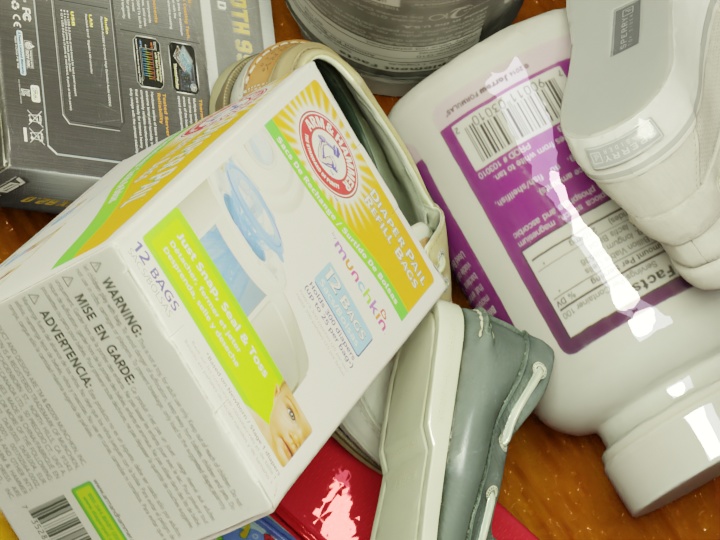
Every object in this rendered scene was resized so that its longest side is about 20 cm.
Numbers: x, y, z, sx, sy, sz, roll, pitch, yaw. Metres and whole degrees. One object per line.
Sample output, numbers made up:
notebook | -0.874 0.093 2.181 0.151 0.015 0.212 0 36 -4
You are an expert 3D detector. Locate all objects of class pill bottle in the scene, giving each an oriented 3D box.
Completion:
pill bottle | 0.101 -0.002 1.162 0.112 0.112 0.200 -27 80 -9
pill bottle | 0.020 -0.146 1.148 0.114 0.200 0.114 0 77 -2

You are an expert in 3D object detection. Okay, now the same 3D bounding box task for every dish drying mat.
dish drying mat | -0.006 0.092 1.181 0.200 0.018 0.077 41 76 7

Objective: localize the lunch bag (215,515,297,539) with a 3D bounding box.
lunch bag | -0.097 0.182 1.125 0.161 0.082 0.200 41 77 10

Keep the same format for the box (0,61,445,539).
box | -0.063 0.017 1.022 0.101 0.200 0.113 -26 101 28

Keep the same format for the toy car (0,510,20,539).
toy car | -0.194 0.106 1.056 0.200 0.150 0.175 -13 113 9

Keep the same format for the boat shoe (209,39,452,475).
boat shoe | 0.000 0.000 1.143 0.075 0.068 0.200 -30 98 -26

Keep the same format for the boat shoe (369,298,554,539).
boat shoe | 0.038 0.113 1.084 0.062 0.073 0.200 13 75 -18

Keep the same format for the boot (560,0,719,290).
boot | 0.134 -0.076 1.120 0.096 0.073 0.200 52 34 -26

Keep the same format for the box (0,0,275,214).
box | -0.111 -0.124 1.168 0.158 0.048 0.200 5 72 -44
